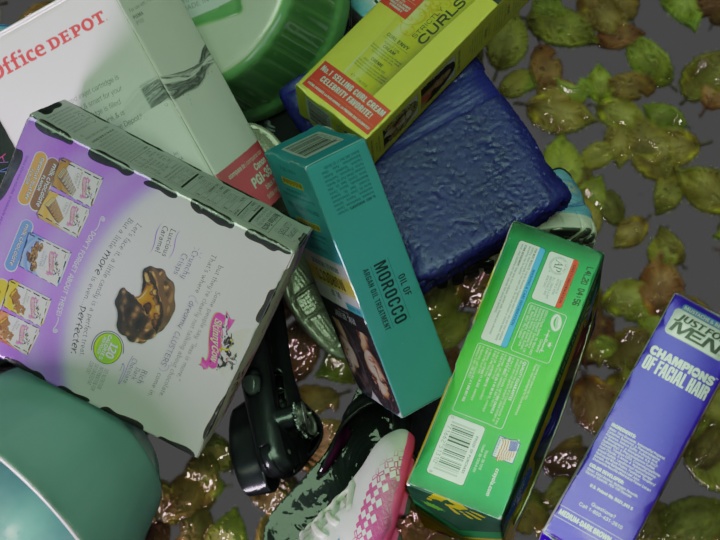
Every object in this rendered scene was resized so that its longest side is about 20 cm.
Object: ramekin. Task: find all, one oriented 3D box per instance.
[{"bbox_3d":[-0.116,-0.218,1.194,0.199,0.098,0.201,-1,86,18],"label":"ramekin"}]

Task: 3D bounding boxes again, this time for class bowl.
[{"bbox_3d":[-0.222,0.145,1.116,0.201,0.201,0.105,35,58,13],"label":"bowl"}]

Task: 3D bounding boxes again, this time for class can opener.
[{"bbox_3d":[-0.076,0.068,1.178,0.078,0.063,0.201,-15,68,16],"label":"can opener"}]

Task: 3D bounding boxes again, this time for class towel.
[{"bbox_3d":[0.048,-0.091,1.165,0.147,0.050,0.200,-30,69,-8],"label":"towel"}]

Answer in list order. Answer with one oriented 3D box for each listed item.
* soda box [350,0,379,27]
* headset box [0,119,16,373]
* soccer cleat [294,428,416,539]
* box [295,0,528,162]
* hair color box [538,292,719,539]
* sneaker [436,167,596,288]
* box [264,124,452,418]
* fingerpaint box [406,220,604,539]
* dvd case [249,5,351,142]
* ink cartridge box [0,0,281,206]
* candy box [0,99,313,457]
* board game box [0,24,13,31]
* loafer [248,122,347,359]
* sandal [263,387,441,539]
[{"bbox_3d":[0.006,-0.235,1.275,0.068,0.064,0.200,-42,74,-9],"label":"soda box"},{"bbox_3d":[-0.318,0.002,1.176,0.199,0.093,0.175,-20,86,5],"label":"headset box"},{"bbox_3d":[-0.019,0.203,1.107,0.086,0.070,0.201,18,94,2],"label":"soccer cleat"},{"bbox_3d":[0.044,-0.174,1.145,0.075,0.050,0.200,40,75,17],"label":"box"},{"bbox_3d":[0.202,0.126,1.122,0.065,0.109,0.200,27,76,11],"label":"hair color box"},{"bbox_3d":[0.081,-0.043,1.215,0.199,0.079,0.090,-2,55,-2],"label":"sneaker"},{"bbox_3d":[0.000,0.000,1.100,0.049,0.082,0.201,-27,111,-17],"label":"box"},{"bbox_3d":[0.108,0.091,1.109,0.073,0.167,0.201,20,74,12],"label":"fingerpaint box"},{"bbox_3d":[-0.080,-0.186,1.245,0.150,0.025,0.201,-3,85,18],"label":"dvd case"},{"bbox_3d":[-0.169,-0.106,1.123,0.146,0.083,0.200,-21,104,30],"label":"ink cartridge box"},{"bbox_3d":[-0.158,0.005,1.061,0.200,0.072,0.168,27,108,1],"label":"candy box"},{"bbox_3d":[-0.284,-0.102,1.264,0.151,0.037,0.201,7,72,6],"label":"board game box"},{"bbox_3d":[-0.048,-0.021,1.197,0.072,0.063,0.200,-30,87,-13],"label":"loafer"},{"bbox_3d":[0.003,0.142,1.161,0.075,0.048,0.201,32,77,13],"label":"sandal"}]
